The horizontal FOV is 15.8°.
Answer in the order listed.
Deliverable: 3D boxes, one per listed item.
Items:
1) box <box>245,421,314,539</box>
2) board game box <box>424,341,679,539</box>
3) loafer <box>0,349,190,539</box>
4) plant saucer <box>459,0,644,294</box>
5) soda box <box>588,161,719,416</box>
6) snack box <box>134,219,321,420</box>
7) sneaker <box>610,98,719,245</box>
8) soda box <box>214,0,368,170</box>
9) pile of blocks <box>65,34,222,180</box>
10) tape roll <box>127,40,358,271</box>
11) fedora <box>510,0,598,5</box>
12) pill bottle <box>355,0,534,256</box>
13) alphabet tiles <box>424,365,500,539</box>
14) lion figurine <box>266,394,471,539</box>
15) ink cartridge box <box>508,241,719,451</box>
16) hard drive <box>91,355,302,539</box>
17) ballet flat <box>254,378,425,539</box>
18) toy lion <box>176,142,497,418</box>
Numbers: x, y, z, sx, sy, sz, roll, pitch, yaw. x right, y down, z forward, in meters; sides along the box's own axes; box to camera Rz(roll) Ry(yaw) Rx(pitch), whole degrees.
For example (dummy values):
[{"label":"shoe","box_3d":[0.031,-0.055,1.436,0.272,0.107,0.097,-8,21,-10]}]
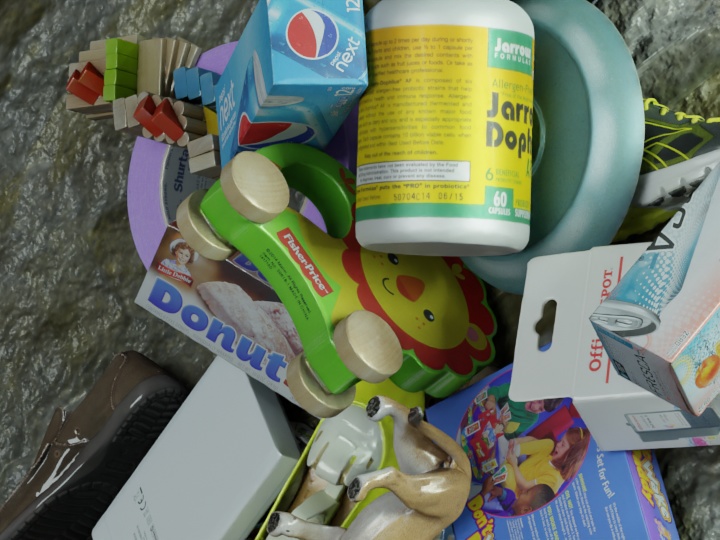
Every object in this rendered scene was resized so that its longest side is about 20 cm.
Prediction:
[{"label":"box","box_3d":[-0.055,0.218,1.810,0.110,0.035,0.200,33,102,34]},{"label":"board game box","box_3d":[0.125,0.150,1.656,0.134,0.045,0.200,-30,51,23]},{"label":"loafer","box_3d":[-0.204,0.138,1.924,0.200,0.073,0.071,-46,49,15]},{"label":"plant saucer","box_3d":[0.105,-0.085,1.690,0.200,0.027,0.200,-8,80,49]},{"label":"soda box","box_3d":[0.228,-0.014,1.542,0.068,0.064,0.200,29,70,38]},{"label":"snack box","box_3d":[-0.058,0.043,1.789,0.200,0.024,0.072,32,121,10]},{"label":"sneaker","box_3d":[0.195,-0.079,1.662,0.200,0.074,0.085,-20,71,32]},{"label":"soda box","box_3d":[-0.048,-0.121,1.698,0.200,0.064,0.068,128,139,-71]},{"label":"pile of blocks","box_3d":[-0.141,-0.125,1.839,0.200,0.062,0.082,26,98,35]},{"label":"tape roll","box_3d":[-0.071,-0.062,1.857,0.200,0.066,0.200,-6,80,35]},{"label":"fedora","box_3d":[0.094,-0.257,1.751,0.200,0.092,0.201,-6,79,34]},{"label":"pill bottle","box_3d":[0.054,-0.113,1.646,0.113,0.113,0.200,-2,84,35]},{"label":"alphabet tiles","box_3d":[0.040,0.152,1.778,0.167,0.008,0.200,22,95,36]},{"label":"lion figurine","box_3d":[0.019,0.164,1.659,0.200,0.122,0.073,-45,38,32]},{"label":"ink cartridge box","box_3d":[0.200,0.045,1.598,0.200,0.067,0.117,-4,55,23]},{"label":"hard drive","box_3d":[-0.119,0.161,1.843,0.200,0.027,0.132,-54,36,24]},{"label":"ballet flat","box_3d":[-0.022,0.148,1.732,0.067,0.067,0.200,35,103,17]},{"label":"toy lion","box_3d":[0.000,0.000,1.696,0.069,0.192,0.200,-39,84,36]}]
